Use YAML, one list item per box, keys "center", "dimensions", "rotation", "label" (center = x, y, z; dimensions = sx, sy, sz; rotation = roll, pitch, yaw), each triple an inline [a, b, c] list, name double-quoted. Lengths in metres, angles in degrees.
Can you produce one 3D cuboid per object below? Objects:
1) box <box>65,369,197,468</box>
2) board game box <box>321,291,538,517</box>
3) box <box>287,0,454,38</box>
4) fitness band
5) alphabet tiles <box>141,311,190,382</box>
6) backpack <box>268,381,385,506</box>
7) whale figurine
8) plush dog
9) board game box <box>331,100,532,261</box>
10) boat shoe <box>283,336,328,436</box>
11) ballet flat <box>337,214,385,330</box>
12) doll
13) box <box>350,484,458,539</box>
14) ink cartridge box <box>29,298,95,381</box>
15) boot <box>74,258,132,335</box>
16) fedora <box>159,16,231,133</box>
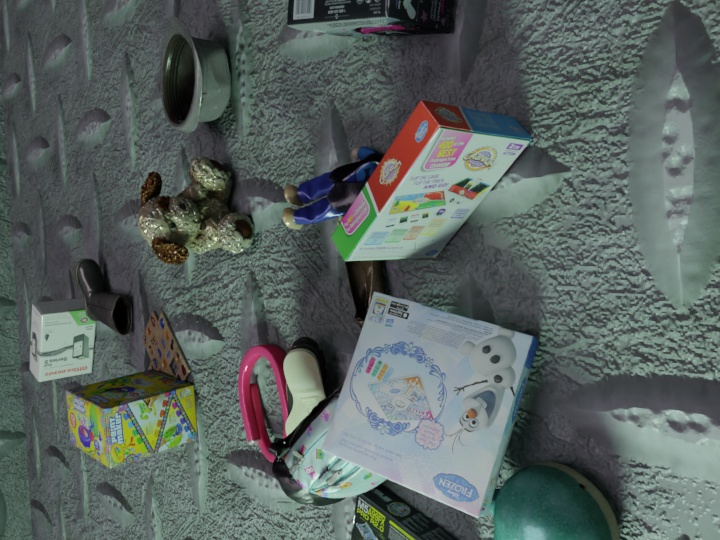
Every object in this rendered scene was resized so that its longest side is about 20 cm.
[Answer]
- center: [-0.479, 0.301, 1.371]
  dimensions: [0.200, 0.192, 0.122]
  rotation: [5, 100, 46]
  label: "box"
- center: [0.076, 0.145, 0.748]
  dimensions: [0.200, 0.043, 0.199]
  rotation: [15, 81, 28]
  label: "board game box"
- center: [0.013, -0.363, 0.815]
  dimensions: [0.200, 0.115, 0.132]
  rotation: [19, 109, 47]
  label: "box"
- center: [-0.156, 0.225, 1.114]
  dimensions: [0.144, 0.037, 0.200]
  rotation: [-38, 61, 45]
  label: "fitness band"
- center: [-0.444, 0.198, 1.470]
  dimensions: [0.200, 0.008, 0.167]
  rotation: [56, 131, 30]
  label: "alphabet tiles"
- center: [-0.003, 0.222, 0.876]
  dimensions: [0.200, 0.167, 0.127]
  rotation: [-48, 66, 23]
  label: "backpack"
- center: [0.180, 0.301, 0.695]
  dimensions: [0.159, 0.104, 0.200]
  rotation: [45, 123, 36]
  label: "whale figurine"
- center: [-0.311, -0.088, 1.164]
  dimensions: [0.160, 0.172, 0.200]
  rotation: [-44, 62, 42]
  label: "plush dog"
- center: [0.078, -0.091, 0.739]
  dimensions: [0.200, 0.153, 0.040]
  rotation: [-54, 54, 36]
  label: "board game box"
- center: [-0.080, 0.202, 1.019]
  dimensions: [0.074, 0.063, 0.202]
  rotation: [-2, 109, 6]
  label: "boat shoe"
- center: [0.000, 0.000, 0.915]
  dimensions: [0.067, 0.046, 0.200]
  rotation: [-21, 78, 47]
  label: "ballet flat"
- center: [-0.017, -0.109, 0.902]
  dimensions: [0.200, 0.048, 0.137]
  rotation: [-17, 59, 32]
  label: "doll"
- center: [0.065, 0.409, 0.883]
  dimensions: [0.200, 0.044, 0.160]
  rotation: [20, 108, 46]
  label: "box"
- center: [-0.807, 0.186, 1.777]
  dimensions: [0.084, 0.145, 0.200]
  rotation: [28, 115, 42]
  label: "ink cartridge box"
- center: [-0.640, 0.062, 1.633]
  dimensions: [0.200, 0.073, 0.182]
  rotation: [8, 113, 55]
  label: "boot"
- center: [-0.291, -0.346, 1.180]
  dimensions: [0.177, 0.090, 0.200]
  rotation: [40, 128, 41]
  label: "fedora"
